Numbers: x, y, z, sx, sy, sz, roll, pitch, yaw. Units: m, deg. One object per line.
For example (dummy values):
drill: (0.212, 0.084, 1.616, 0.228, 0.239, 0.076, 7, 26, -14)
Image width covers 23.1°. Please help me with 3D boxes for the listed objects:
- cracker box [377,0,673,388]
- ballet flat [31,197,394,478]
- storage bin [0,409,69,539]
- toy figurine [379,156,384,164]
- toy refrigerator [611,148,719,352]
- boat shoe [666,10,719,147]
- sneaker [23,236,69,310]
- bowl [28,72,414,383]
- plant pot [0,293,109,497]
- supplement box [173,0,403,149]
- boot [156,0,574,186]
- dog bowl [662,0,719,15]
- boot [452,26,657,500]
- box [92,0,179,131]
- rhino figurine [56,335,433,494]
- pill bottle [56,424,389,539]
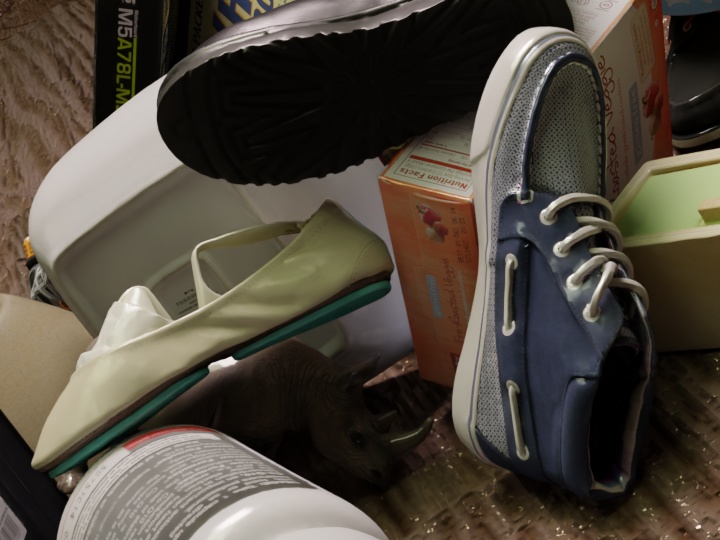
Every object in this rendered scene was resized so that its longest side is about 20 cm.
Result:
cracker box: (0.092, -0.049, 0.904, 0.057, 0.135, 0.200, 17, 49, 31)
ballet flat: (-0.079, 0.026, 0.846, 0.199, 0.070, 0.069, -29, 19, -15)
storage bin: (-0.214, 0.138, 0.866, 0.093, 0.201, 0.135, -28, 21, 16)
toy figurine: (-0.061, -0.065, 1.217, 0.201, 0.150, 0.184, -54, 31, 2)
toy refrigerator: (0.198, -0.018, 0.783, 0.199, 0.070, 0.076, -7, 33, 49)
boat shoe: (0.211, -0.143, 1.047, 0.073, 0.063, 0.202, -13, 31, 32)
sneaker: (-0.198, 0.005, 1.270, 0.078, 0.078, 0.200, 1, -6, -17)
bowl: (-0.073, 0.000, 0.945, 0.199, 0.200, 0.075, -31, 14, 29)
plant pot: (-0.208, 0.094, 1.050, 0.199, 0.135, 0.201, -29, 21, 12)
supplement box: (0.017, -0.168, 1.100, 0.198, 0.136, 0.200, -5, 22, -32)
boot: (0.000, -0.127, 0.875, 0.209, 0.080, 0.158, -15, 36, 3)
dog bowl: (0.207, -0.210, 1.043, 0.110, 0.050, 0.200, -5, 30, 23)
boot: (0.097, -0.004, 0.775, 0.072, 0.202, 0.090, -2, 10, -34)
box: (-0.138, -0.171, 1.121, 0.047, 0.201, 0.194, 7, 42, -2)
rhino figurine: (-0.060, 0.073, 0.897, 0.198, 0.088, 0.060, 1, 4, 17)
pill bottle: (-0.049, 0.139, 0.744, 0.114, 0.114, 0.200, -40, 21, -16)
